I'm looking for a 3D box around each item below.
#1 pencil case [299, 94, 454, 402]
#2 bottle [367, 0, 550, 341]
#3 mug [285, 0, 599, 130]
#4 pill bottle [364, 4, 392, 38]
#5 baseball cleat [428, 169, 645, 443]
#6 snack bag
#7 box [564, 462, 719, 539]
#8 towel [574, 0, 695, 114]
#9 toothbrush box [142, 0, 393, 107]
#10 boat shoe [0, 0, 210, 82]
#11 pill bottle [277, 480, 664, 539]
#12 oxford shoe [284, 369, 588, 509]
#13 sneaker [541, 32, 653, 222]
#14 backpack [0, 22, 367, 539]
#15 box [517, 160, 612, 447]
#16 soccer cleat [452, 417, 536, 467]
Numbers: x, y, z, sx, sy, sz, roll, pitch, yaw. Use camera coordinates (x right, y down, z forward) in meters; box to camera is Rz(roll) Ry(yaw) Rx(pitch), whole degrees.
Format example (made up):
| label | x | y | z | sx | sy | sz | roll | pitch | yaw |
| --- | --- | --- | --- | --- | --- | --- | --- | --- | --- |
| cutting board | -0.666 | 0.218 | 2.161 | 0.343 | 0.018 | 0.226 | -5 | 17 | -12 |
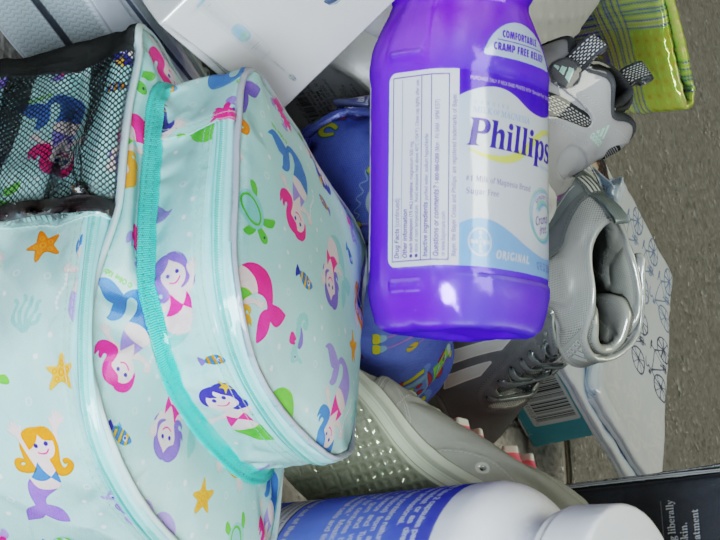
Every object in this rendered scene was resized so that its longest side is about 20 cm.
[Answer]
| label | x | y | z | sx | sy | sz | roll | pitch | yaw |
| --- | --- | --- | --- | --- | --- | --- | --- | --- | --- |
| pencil case | 0.000 | 0.000 | 1.141 | 0.078 | 0.087 | 0.200 | -57 | 162 | -22 |
| bottle | 0.043 | -0.071 | 1.021 | 0.083 | 0.065 | 0.201 | 11 | 78 | -53 |
| mug | 0.036 | -0.112 | 1.263 | 0.175 | 0.147 | 0.200 | -52 | 133 | -34 |
| pill bottle | -0.016 | -0.195 | 1.141 | 0.200 | 0.112 | 0.112 | 41 | -6 | 44 |
| baseball cleat | 0.091 | 0.038 | 1.284 | 0.070 | 0.201 | 0.106 | -12 | 43 | -31 |
| snack bag | 0.145 | 0.010 | 1.470 | 0.200 | 0.021 | 0.189 | 56 | 32 | -37 |
| box | 0.129 | 0.193 | 1.203 | 0.200 | 0.196 | 0.124 | 58 | 28 | -60 |
| towel | 0.089 | -0.146 | 1.353 | 0.023 | 0.199 | 0.144 | -37 | 116 | -42 |
| toothbrush box | -0.049 | -0.185 | 1.023 | 0.085 | 0.146 | 0.200 | 38 | 12 | -48 |
| boat shoe | -0.090 | -0.079 | 1.065 | 0.200 | 0.073 | 0.067 | 61 | 31 | -28 |
| pill bottle | 0.031 | 0.150 | 1.037 | 0.112 | 0.199 | 0.113 | 16 | 70 | -51 |
| oxford shoe | 0.026 | 0.091 | 1.125 | 0.058 | 0.200 | 0.075 | -34 | 150 | -50 |
| sneaker | 0.089 | -0.054 | 1.186 | 0.078 | 0.140 | 0.200 | 46 | -15 | 9 |
| backpack | -0.083 | 0.025 | 0.950 | 0.178 | 0.150 | 0.201 | 57 | 36 | -47 |
| box | 0.126 | 0.009 | 1.515 | 0.082 | 0.049 | 0.200 | 58 | 30 | -35 |
| soccer cleat | 0.046 | 0.124 | 1.271 | 0.200 | 0.066 | 0.077 | 24 | 62 | -63 |
